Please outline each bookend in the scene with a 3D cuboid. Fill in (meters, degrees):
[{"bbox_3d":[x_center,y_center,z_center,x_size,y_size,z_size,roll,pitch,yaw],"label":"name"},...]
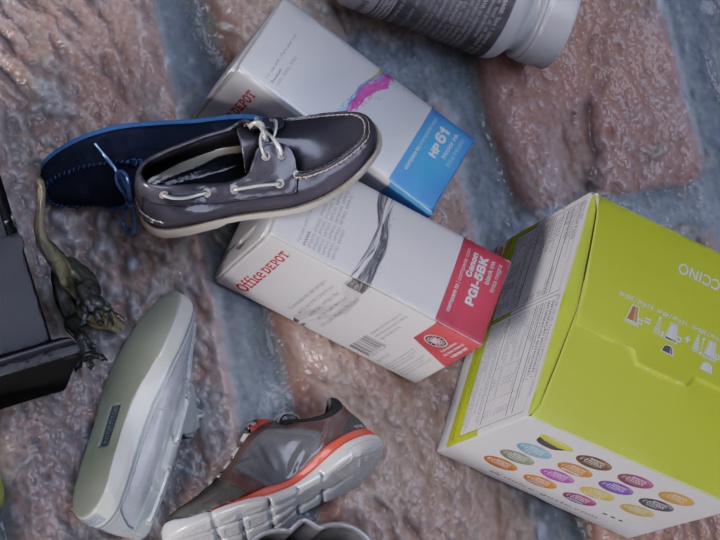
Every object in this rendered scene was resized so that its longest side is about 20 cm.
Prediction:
[{"bbox_3d":[-0.287,-0.004,1.545,0.091,0.199,0.202,-17,82,-14],"label":"bookend"}]

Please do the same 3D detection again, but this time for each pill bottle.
[{"bbox_3d":[0.087,-0.253,1.800,0.198,0.114,0.115,19,71,-15],"label":"pill bottle"}]

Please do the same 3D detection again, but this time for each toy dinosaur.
[{"bbox_3d":[-0.217,0.019,1.579,0.047,0.201,0.089,-21,59,-4],"label":"toy dinosaur"}]

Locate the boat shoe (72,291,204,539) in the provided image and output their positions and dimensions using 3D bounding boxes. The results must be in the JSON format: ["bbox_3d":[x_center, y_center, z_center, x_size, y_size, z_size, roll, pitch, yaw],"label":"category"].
[{"bbox_3d":[-0.166,0.118,1.645,0.071,0.070,0.202,32,65,-32],"label":"boat shoe"}]

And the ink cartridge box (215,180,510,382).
[{"bbox_3d":[0.000,0.000,1.686,0.199,0.147,0.083,28,67,-13],"label":"ink cartridge box"}]

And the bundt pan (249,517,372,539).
[{"bbox_3d":[-0.044,0.301,1.632,0.200,0.076,0.204,5,75,-20],"label":"bundt pan"}]

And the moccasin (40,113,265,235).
[{"bbox_3d":[-0.162,-0.078,1.644,0.198,0.081,0.069,-12,58,10],"label":"moccasin"}]

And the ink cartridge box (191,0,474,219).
[{"bbox_3d":[-0.026,-0.117,1.706,0.199,0.144,0.085,35,68,-9],"label":"ink cartridge box"}]

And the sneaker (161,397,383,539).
[{"bbox_3d":[-0.081,0.166,1.669,0.199,0.077,0.082,-23,59,-25],"label":"sneaker"}]

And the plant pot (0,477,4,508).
[{"bbox_3d":[-0.364,0.186,1.493,0.201,0.200,0.184,47,54,-4],"label":"plant pot"}]

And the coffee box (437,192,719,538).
[{"bbox_3d":[0.210,0.083,1.716,0.198,0.198,0.202,24,70,-14],"label":"coffee box"}]

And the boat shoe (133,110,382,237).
[{"bbox_3d":[-0.079,-0.083,1.579,0.198,0.063,0.073,-18,57,-3],"label":"boat shoe"}]
